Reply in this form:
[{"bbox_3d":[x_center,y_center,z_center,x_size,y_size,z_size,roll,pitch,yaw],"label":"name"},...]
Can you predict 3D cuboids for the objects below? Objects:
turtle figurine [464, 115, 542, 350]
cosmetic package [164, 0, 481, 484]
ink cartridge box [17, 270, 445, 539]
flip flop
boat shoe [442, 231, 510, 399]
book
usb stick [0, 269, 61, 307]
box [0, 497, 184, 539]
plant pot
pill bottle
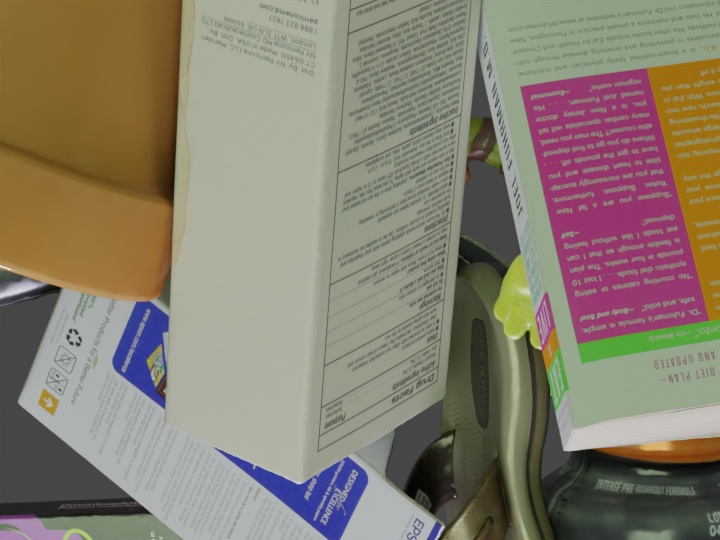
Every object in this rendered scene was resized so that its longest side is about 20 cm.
[{"bbox_3d":[0.109,-0.008,1.080,0.200,0.161,0.064,37,112,-10],"label":"turtle figurine"},{"bbox_3d":[-0.014,-0.034,1.011,0.073,0.103,0.201,21,119,30],"label":"cosmetic package"},{"bbox_3d":[-0.051,0.074,1.115,0.200,0.037,0.095,39,125,19],"label":"ink cartridge box"},{"bbox_3d":[0.043,0.097,1.089,0.057,0.081,0.201,-5,99,-27],"label":"flip flop"},{"bbox_3d":[0.000,0.000,1.135,0.200,0.062,0.073,33,96,-1],"label":"boat shoe"},{"bbox_3d":[0.121,-0.039,0.995,0.133,0.048,0.201,-6,68,-8],"label":"book"},{"bbox_3d":[-0.185,-0.004,1.167,0.199,0.033,0.056,-15,89,7],"label":"usb stick"},{"bbox_3d":[-0.081,0.171,1.179,0.199,0.036,0.144,-2,96,4],"label":"box"},{"bbox_3d":[-0.141,-0.091,1.021,0.200,0.200,0.140,24,97,1],"label":"plant pot"},{"bbox_3d":[0.122,0.146,1.122,0.106,0.106,0.201,2,97,5],"label":"pill bottle"}]
